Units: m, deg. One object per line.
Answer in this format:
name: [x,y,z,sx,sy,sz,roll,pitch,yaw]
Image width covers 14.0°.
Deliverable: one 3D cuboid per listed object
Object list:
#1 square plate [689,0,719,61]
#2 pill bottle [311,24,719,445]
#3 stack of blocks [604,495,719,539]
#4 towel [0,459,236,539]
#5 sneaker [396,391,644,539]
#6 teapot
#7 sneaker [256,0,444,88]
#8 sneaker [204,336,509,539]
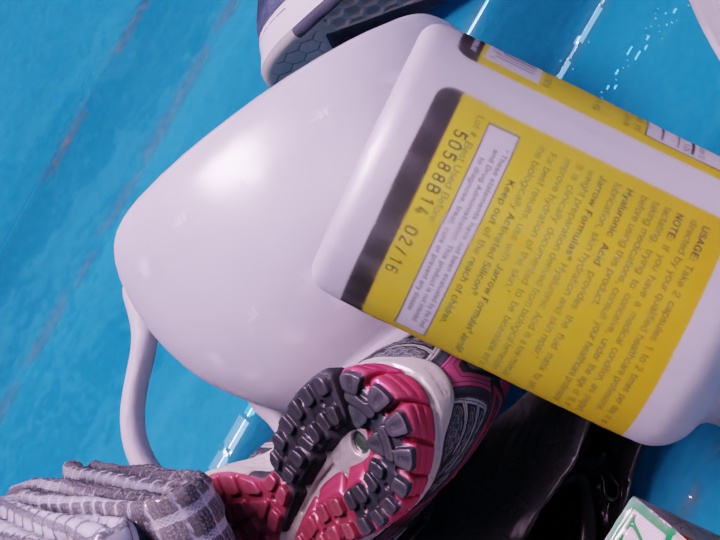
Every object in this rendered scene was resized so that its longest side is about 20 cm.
square plate: [0.154,-0.090,1.086,0.028,0.198,0.200,-31,46,1]
pill bottle: [0.091,-0.002,1.098,0.111,0.199,0.112,25,-90,-89]
stack of blocks: [0.084,0.190,1.121,0.201,0.058,0.115,-58,42,8]
towel: [-0.092,0.163,1.216,0.200,0.085,0.166,-1,113,64]
sneaker: [0.050,0.130,1.187,0.104,0.060,0.201,10,75,53]
teapot: [0.000,0.000,1.240,0.146,0.197,0.200,56,151,6]
sneaker: [0.016,-0.192,1.368,0.202,0.077,0.147,-33,53,34]
sneaker: [-0.007,0.091,1.186,0.081,0.075,0.200,57,140,8]
